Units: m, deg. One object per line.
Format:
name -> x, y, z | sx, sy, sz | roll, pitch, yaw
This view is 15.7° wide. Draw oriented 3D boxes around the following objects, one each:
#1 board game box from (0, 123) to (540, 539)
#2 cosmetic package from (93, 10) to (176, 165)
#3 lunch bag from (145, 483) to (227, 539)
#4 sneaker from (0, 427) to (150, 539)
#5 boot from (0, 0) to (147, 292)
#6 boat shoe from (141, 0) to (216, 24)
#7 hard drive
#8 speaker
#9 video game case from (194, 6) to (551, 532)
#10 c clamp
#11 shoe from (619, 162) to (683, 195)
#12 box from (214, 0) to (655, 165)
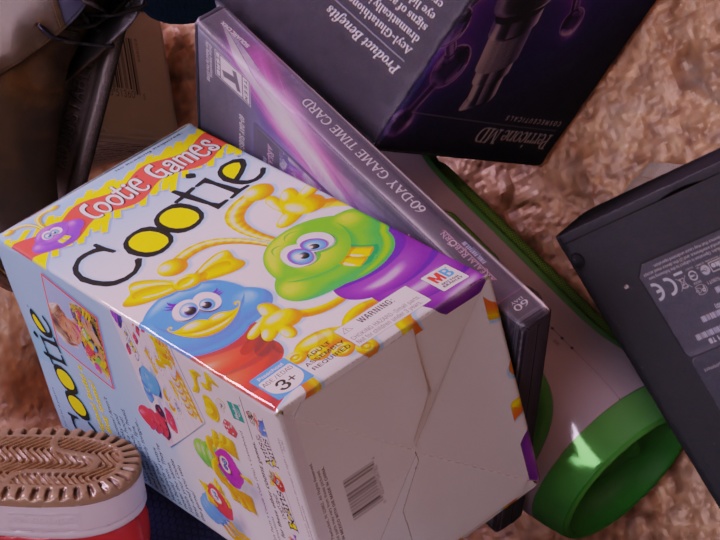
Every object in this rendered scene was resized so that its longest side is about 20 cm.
board game box -> -0.039, 0.034, 1.031 | 0.200, 0.103, 0.105 | 28, 143, 46
cosmetic package -> -0.200, -0.076, 1.261 | 0.200, 0.105, 0.071 | -13, 82, 30
lunch bag -> -0.078, 0.154, 1.174 | 0.136, 0.132, 0.200 | 48, 116, 3
sneaker -> -0.179, 0.121, 1.078 | 0.200, 0.071, 0.113 | 4, 120, 18
boot -> -0.135, -0.096, 1.088 | 0.097, 0.075, 0.200 | -14, 87, 29
boat shoe -> -0.025, -0.189, 1.187 | 0.200, 0.084, 0.069 | -34, 64, 10
hard drive -> 0.180, 0.044, 1.011 | 0.140, 0.033, 0.200 | -26, 98, 43
speaker -> 0.048, 0.021, 1.123 | 0.200, 0.088, 0.088 | 46, 112, 24
video game case -> 0.000, 0.000, 1.065 | 0.200, 0.019, 0.143 | 45, 153, 28
c clamp -> -0.184, -0.082, 1.166 | 0.171, 0.027, 0.200 | 29, 107, 27
shoe -> 0.185, -0.012, 1.045 | 0.200, 0.053, 0.070 | 9, 137, 33
box -> 0.060, -0.152, 1.082 | 0.104, 0.148, 0.200 | 43, 112, 25
